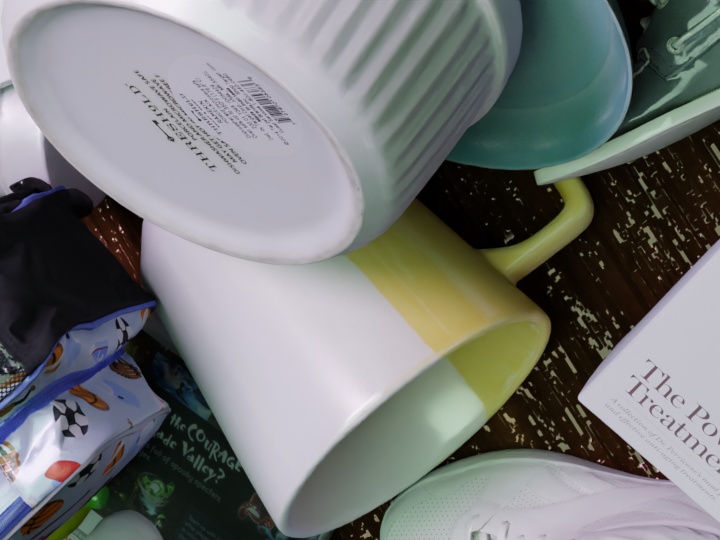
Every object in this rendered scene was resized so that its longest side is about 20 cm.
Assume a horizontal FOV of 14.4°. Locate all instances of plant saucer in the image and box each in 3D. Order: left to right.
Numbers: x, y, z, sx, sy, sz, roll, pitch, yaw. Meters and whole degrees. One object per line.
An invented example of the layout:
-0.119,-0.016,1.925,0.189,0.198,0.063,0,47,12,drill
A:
0.023,-0.116,1.160,0.200,0.027,0.200,23,152,13,plant saucer

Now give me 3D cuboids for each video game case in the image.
-0.116,0.110,1.388,0.200,0.023,0.182,36,112,16,video game case

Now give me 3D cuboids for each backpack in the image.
-0.186,0.062,1.209,0.190,0.200,0.154,-34,84,14,backpack

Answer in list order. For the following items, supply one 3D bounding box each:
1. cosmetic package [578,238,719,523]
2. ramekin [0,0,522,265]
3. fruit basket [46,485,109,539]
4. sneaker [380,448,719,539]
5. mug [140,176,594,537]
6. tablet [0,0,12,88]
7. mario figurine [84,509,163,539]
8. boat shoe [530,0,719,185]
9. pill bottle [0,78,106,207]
0.209,0.067,1.168,0.200,0.052,0.151,41,134,2,cosmetic package
-0.047,-0.092,1.127,0.200,0.105,0.200,23,151,13,ramekin
-0.223,0.083,1.347,0.216,0.155,0.216,-5,84,54,fruit basket
0.082,0.127,1.249,0.200,0.116,0.074,-1,100,26,sneaker
-0.006,0.007,1.276,0.153,0.186,0.149,50,148,18,mug
-0.175,-0.177,1.308,0.130,0.014,0.200,-22,69,-1,tablet
-0.068,0.172,1.281,0.200,0.106,0.124,-3,77,-3,mario figurine
0.152,-0.101,1.202,0.200,0.073,0.062,-30,85,20,boat shoe
-0.216,-0.076,1.352,0.200,0.112,0.112,7,102,23,pill bottle
